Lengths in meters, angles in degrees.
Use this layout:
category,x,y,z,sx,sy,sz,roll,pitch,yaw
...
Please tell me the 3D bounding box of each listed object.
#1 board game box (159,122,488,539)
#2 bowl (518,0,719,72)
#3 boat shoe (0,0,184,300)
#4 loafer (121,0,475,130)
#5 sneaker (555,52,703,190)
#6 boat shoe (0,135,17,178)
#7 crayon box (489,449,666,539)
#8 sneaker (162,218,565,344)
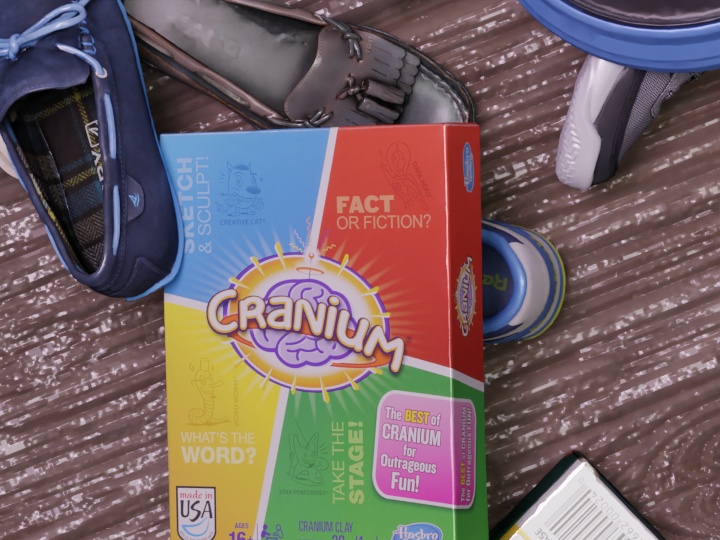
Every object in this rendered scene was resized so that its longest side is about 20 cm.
category,x,y,z,sx,sy,sz,roll,pitch,yaw
board game box,-0.018,0.033,1.284,0.152,0.040,0.201,-1,91,25
bowl,0.150,-0.194,1.284,0.199,0.039,0.202,-4,75,14
boat shoe,-0.137,-0.085,1.274,0.084,0.069,0.201,-32,79,21
loafer,-0.039,-0.099,1.339,0.199,0.063,0.072,22,92,0
sneaker,0.179,-0.114,1.328,0.113,0.075,0.201,28,90,2
boat shoe,-0.184,-0.143,1.351,0.066,0.057,0.201,-18,96,-11
crayon box,0.081,0.203,1.355,0.200,0.051,0.127,-44,91,1
sneaker,0.000,0.000,1.333,0.199,0.082,0.074,0,93,5
